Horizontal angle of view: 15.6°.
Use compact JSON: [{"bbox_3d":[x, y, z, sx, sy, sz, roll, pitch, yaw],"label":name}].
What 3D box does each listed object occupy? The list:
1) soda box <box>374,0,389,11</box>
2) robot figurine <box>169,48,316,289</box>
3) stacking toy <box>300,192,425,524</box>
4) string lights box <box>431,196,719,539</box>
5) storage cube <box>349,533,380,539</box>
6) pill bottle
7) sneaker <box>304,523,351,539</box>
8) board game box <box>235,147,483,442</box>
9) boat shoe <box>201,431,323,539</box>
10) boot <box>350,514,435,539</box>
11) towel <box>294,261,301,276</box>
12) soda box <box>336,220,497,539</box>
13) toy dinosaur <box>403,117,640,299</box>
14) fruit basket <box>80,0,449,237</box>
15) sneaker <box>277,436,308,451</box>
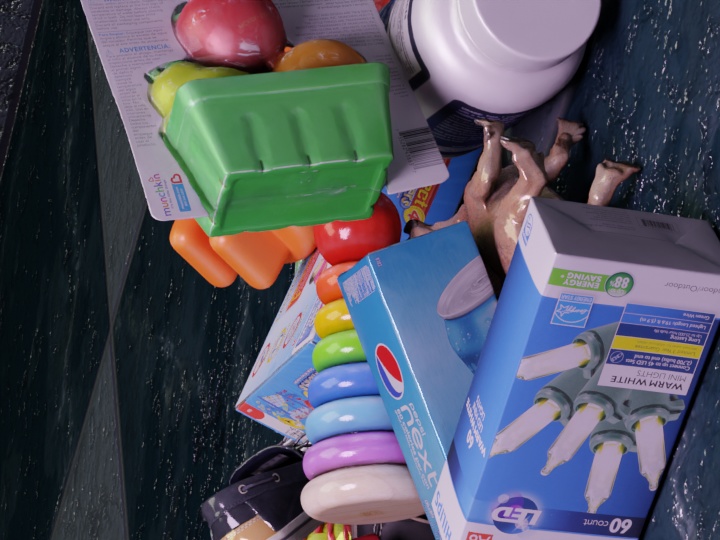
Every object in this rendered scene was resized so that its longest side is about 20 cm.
[{"bbox_3d":[0.034,-0.238,1.889,0.200,0.063,0.070,-103,25,-51],"label":"soda box"},{"bbox_3d":[-0.061,-0.085,1.848,0.201,0.116,0.144,-67,7,-24],"label":"robot figurine"},{"bbox_3d":[0.000,0.047,1.571,0.085,0.085,0.201,135,133,-65],"label":"stacking toy"},{"bbox_3d":[0.114,0.066,1.380,0.059,0.102,0.201,-108,29,-56],"label":"string lights box"},{"bbox_3d":[-0.053,0.294,1.642,0.171,0.179,0.200,63,150,22],"label":"storage cube"},{"bbox_3d":[0.074,-0.142,1.611,0.200,0.110,0.112,149,127,-70],"label":"pill bottle"},{"bbox_3d":[-0.013,0.197,1.803,0.200,0.090,0.078,115,159,-44],"label":"sneaker"},{"bbox_3d":[0.000,0.000,1.792,0.201,0.056,0.196,-66,9,-21],"label":"board game box"},{"bbox_3d":[-0.047,0.141,1.710,0.075,0.062,0.200,-38,-3,25],"label":"boat shoe"},{"bbox_3d":[0.054,0.131,1.635,0.151,0.073,0.201,-157,80,-74],"label":"boot"},{"bbox_3d":[-0.028,-0.016,2.081,0.152,0.023,0.201,168,109,-73],"label":"towel"},{"bbox_3d":[0.058,0.079,1.497,0.201,0.068,0.064,69,159,5],"label":"soda box"},{"bbox_3d":[0.097,-0.013,1.525,0.200,0.085,0.136,-135,54,-66],"label":"toy dinosaur"},{"bbox_3d":[-0.063,-0.113,1.564,0.094,0.184,0.200,105,149,-45],"label":"fruit basket"},{"bbox_3d":[-0.041,0.148,1.940,0.075,0.082,0.201,134,141,-65],"label":"sneaker"}]
